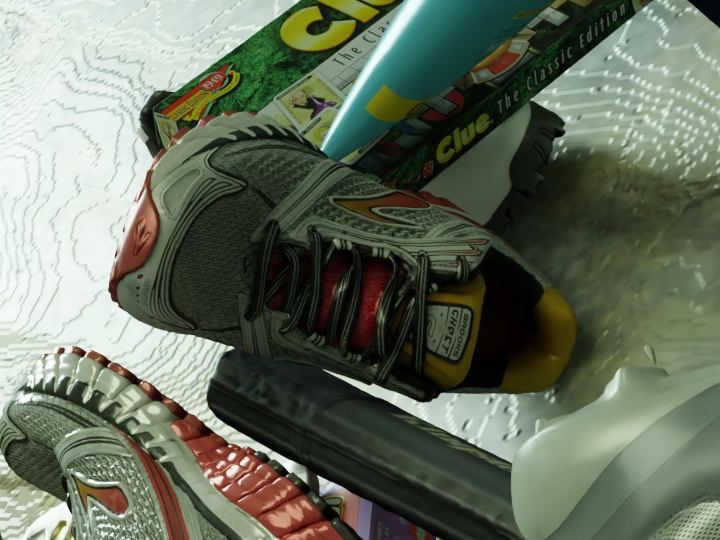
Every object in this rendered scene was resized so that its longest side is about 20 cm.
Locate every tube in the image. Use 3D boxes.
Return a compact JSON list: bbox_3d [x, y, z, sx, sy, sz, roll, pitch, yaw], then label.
[{"bbox_3d":[0.041,-0.096,0.822,0.077,0.050,0.200,-38,-4,-34],"label":"tube"}]

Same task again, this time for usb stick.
[{"bbox_3d":[0.028,0.070,0.807,0.200,0.055,0.033,24,90,41],"label":"usb stick"}]

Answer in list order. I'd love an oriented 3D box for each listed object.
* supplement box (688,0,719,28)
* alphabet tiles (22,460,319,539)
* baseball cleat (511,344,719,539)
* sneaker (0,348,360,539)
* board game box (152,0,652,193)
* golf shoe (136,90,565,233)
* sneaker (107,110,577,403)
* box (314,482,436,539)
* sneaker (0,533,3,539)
[{"bbox_3d":[0.222,-0.161,0.761,0.200,0.134,0.200,-15,44,55],"label":"supplement box"},{"bbox_3d":[-0.094,0.148,0.874,0.195,0.015,0.201,-30,36,26],"label":"alphabet tiles"},{"bbox_3d":[0.133,0.053,0.611,0.199,0.070,0.107,-25,65,30],"label":"baseball cleat"},{"bbox_3d":[-0.072,0.088,0.816,0.082,0.078,0.200,-50,35,-10],"label":"sneaker"},{"bbox_3d":[0.026,-0.090,0.958,0.105,0.024,0.200,27,55,37],"label":"board game box"},{"bbox_3d":[-0.013,-0.046,0.986,0.199,0.094,0.078,-9,47,43],"label":"golf shoe"},{"bbox_3d":[0.000,0.000,0.833,0.082,0.199,0.078,29,104,42],"label":"sneaker"},{"bbox_3d":[-0.043,0.174,0.836,0.137,0.039,0.201,-27,38,30],"label":"box"},{"bbox_3d":[-0.146,0.134,0.880,0.074,0.081,0.201,-13,55,0],"label":"sneaker"}]
